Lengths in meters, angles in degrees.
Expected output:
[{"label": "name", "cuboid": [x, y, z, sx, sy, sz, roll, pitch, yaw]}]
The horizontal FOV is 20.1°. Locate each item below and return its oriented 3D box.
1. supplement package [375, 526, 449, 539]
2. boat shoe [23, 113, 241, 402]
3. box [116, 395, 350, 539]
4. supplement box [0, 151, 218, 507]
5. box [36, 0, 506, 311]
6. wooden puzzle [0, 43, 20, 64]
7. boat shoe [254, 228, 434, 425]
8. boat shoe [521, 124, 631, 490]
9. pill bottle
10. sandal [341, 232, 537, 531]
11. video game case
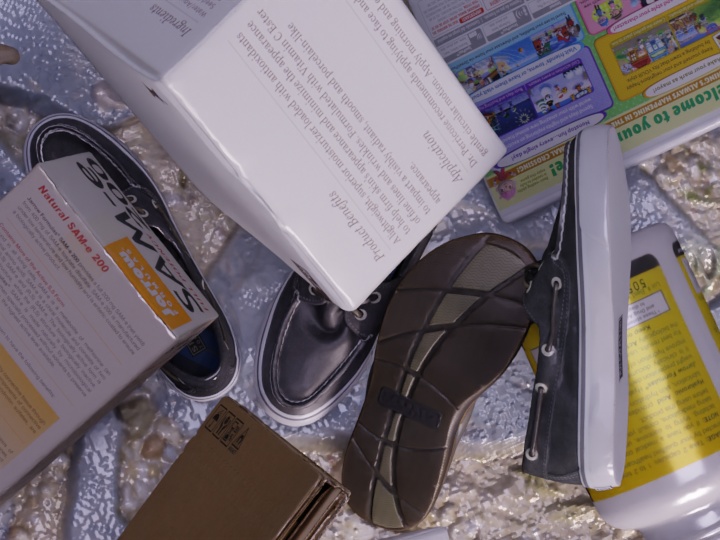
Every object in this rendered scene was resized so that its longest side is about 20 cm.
[{"label": "supplement package", "cuboid": [-0.038, 0.221, 1.106, 0.121, 0.200, 0.121, -11, 83, -34]}, {"label": "boat shoe", "cuboid": [-0.137, -0.010, 1.209, 0.070, 0.066, 0.201, -29, 86, -6]}, {"label": "box", "cuboid": [-0.089, 0.153, 1.058, 0.021, 0.200, 0.164, 38, 86, -19]}, {"label": "supplement box", "cuboid": [-0.198, 0.044, 1.163, 0.200, 0.074, 0.126, -40, 87, 18]}, {"label": "box", "cuboid": [-0.057, -0.115, 1.122, 0.131, 0.200, 0.199, -45, 130, -7]}, {"label": "wooden puzzle", "cuboid": [-0.316, -0.086, 1.150, 0.184, 0.037, 0.200, 20, 50, 37]}, {"label": "boat shoe", "cuboid": [0.000, 0.000, 1.207, 0.070, 0.066, 0.201, 34, 83, 2]}, {"label": "boat shoe", "cuboid": [0.116, 0.021, 1.113, 0.056, 0.069, 0.202, 1, 95, 17]}, {"label": "pill bottle", "cuboid": [0.172, 0.083, 1.191, 0.111, 0.111, 0.201, -24, 85, -5]}, {"label": "sandal", "cuboid": [0.048, 0.063, 1.195, 0.081, 0.055, 0.201, 25, 115, 13]}, {"label": "video game case", "cuboid": [0.139, -0.151, 1.221, 0.199, 0.022, 0.183, -25, 85, 20]}]
